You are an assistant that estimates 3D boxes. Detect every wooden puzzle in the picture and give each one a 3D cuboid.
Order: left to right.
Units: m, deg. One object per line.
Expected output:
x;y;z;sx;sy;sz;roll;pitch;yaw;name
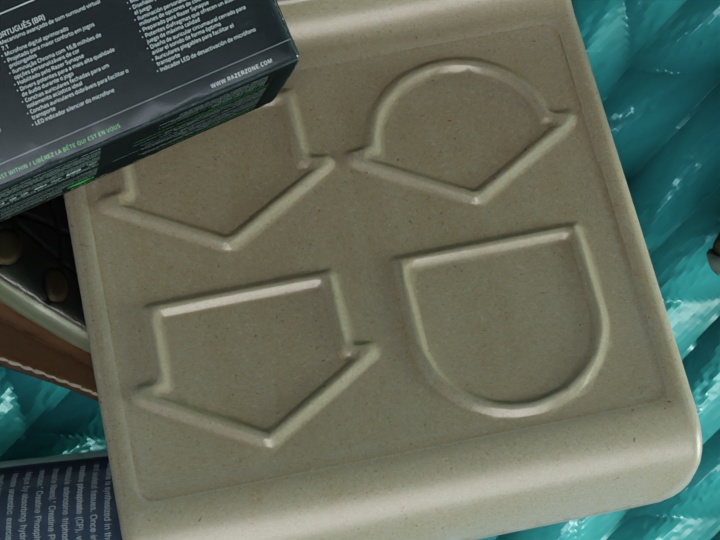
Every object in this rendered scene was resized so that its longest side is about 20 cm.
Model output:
0.000;0.000;0.778;0.185;0.046;0.201;-11;66;-5;wooden puzzle

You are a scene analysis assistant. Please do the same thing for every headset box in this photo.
-0.139;-0.115;0.718;0.174;0.093;0.201;-25;90;-9;headset box

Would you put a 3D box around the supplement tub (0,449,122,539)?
-0.077;0.131;0.808;0.199;0.140;0.141;-6;106;0;supplement tub

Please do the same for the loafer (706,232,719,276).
0.214;-0.034;0.811;0.199;0.075;0.070;-11;101;-8;loafer

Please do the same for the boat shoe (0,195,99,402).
-0.154;-0.007;0.806;0.200;0.076;0.074;31;120;-6;boat shoe
